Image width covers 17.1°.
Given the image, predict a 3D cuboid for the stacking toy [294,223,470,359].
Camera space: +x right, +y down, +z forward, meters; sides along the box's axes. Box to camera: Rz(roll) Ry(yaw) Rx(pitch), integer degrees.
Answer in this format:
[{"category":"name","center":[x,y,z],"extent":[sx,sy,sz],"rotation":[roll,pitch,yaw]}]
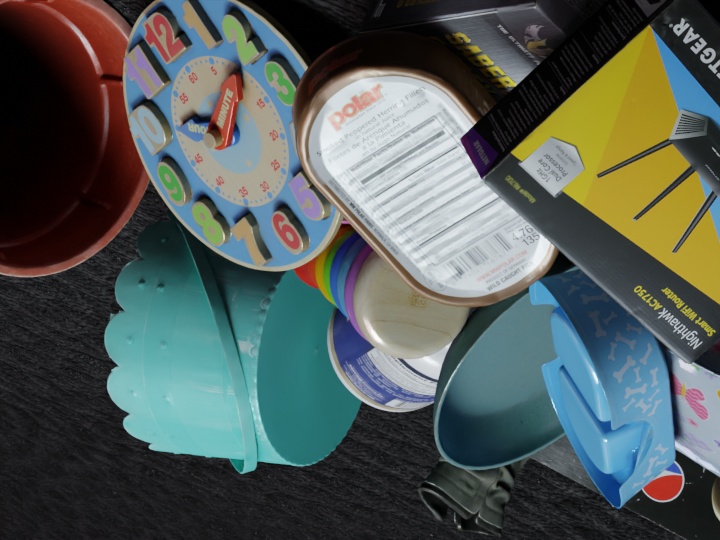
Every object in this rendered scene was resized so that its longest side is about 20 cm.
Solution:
[{"category":"stacking toy","center":[0.000,0.000,1.650],"extent":[0.085,0.086,0.200],"rotation":[36,175,-25]}]

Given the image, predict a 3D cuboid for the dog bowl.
[{"category":"dog bowl","center":[0.161,0.072,1.560],"extent":[0.112,0.049,0.200],"rotation":[59,170,35]}]

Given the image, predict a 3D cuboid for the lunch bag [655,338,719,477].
[{"category":"lunch bag","center":[0.290,0.088,1.557],"extent":[0.199,0.127,0.170],"rotation":[31,162,13]}]

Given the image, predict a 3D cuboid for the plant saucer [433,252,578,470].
[{"category":"plant saucer","center":[0.123,0.052,1.645],"extent":[0.036,0.200,0.200],"rotation":[49,173,32]}]

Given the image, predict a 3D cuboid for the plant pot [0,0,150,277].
[{"category":"plant pot","center":[-0.279,-0.112,1.699],"extent":[0.195,0.201,0.201],"rotation":[15,159,48]}]

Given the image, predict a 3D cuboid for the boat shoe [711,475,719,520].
[{"category":"boat shoe","center":[0.339,0.170,1.655],"extent":[0.199,0.073,0.065],"rotation":[0,148,-3]}]

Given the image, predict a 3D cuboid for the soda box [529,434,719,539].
[{"category":"soda box","center":[0.196,0.131,1.749],"extent":[0.199,0.071,0.063],"rotation":[27,-166,18]}]

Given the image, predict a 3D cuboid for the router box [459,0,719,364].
[{"category":"router box","center":[0.175,-0.057,1.339],"extent":[0.200,0.149,0.051],"rotation":[39,-164,-33]}]

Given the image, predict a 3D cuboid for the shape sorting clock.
[{"category":"shape sorting clock","center":[-0.087,-0.091,1.582],"extent":[0.199,0.039,0.201],"rotation":[24,126,37]}]

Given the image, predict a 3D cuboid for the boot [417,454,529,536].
[{"category":"boot","center":[0.080,0.125,1.911],"extent":[0.067,0.131,0.200],"rotation":[5,151,42]}]

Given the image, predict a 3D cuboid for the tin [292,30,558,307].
[{"category":"tin","center":[0.042,-0.057,1.414],"extent":[0.112,0.042,0.200],"rotation":[-33,123,17]}]

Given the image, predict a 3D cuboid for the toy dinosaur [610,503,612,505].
[{"category":"toy dinosaur","center":[0.219,0.139,1.856],"extent":[0.181,0.105,0.200],"rotation":[39,175,18]}]

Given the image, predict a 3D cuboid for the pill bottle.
[{"category":"pill bottle","center":[0.055,0.033,1.744],"extent":[0.111,0.112,0.200],"rotation":[29,159,-10]}]

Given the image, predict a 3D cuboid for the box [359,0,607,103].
[{"category":"box","center":[0.120,-0.108,1.414],"extent":[0.200,0.049,0.158],"rotation":[39,157,-32]}]

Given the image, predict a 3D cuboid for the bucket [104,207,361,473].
[{"category":"bucket","center":[-0.089,0.056,1.859],"extent":[0.134,0.208,0.207],"rotation":[7,153,30]}]

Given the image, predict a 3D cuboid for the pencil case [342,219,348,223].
[{"category":"pencil case","center":[-0.016,-0.073,1.613],"extent":[0.199,0.091,0.094],"rotation":[-3,140,48]}]
